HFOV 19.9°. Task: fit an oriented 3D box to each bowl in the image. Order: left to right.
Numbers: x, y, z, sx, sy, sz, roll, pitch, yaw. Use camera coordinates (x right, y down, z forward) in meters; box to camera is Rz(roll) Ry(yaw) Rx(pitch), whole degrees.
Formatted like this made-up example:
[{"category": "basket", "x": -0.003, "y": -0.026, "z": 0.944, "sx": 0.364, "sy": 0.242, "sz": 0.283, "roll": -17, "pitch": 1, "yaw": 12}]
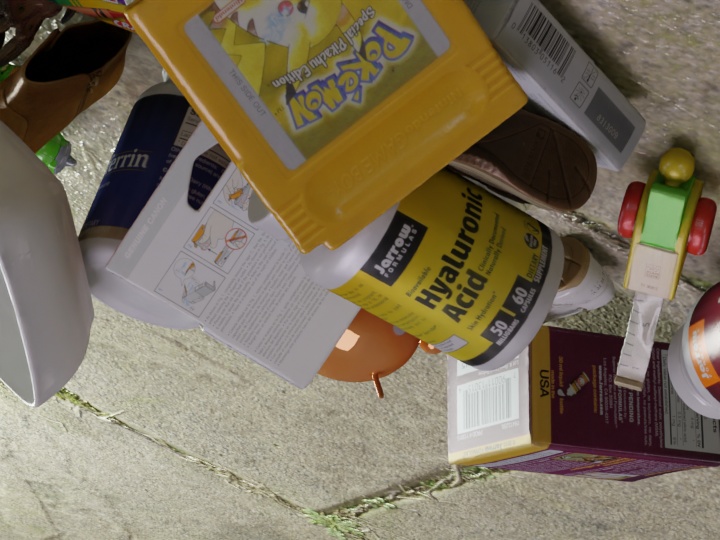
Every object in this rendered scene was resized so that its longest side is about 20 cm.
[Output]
[{"category": "bowl", "x": -0.260, "y": -0.025, "z": 1.472, "sx": 0.200, "sy": 0.074, "sz": 0.201, "roll": 41, "pitch": 149, "yaw": 43}]

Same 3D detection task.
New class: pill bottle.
[{"category": "pill bottle", "x": -0.130, "y": -0.068, "z": 1.524, "sx": 0.115, "sy": 0.201, "sz": 0.116, "roll": 16, "pitch": 156, "yaw": 8}, {"category": "pill bottle", "x": 0.028, "y": -0.022, "z": 1.375, "sx": 0.199, "sy": 0.112, "sz": 0.111, "roll": 28, "pitch": 156, "yaw": -19}, {"category": "pill bottle", "x": 0.312, "y": 0.048, "z": 1.538, "sx": 0.112, "sy": 0.114, "sz": 0.200, "roll": 24, "pitch": 156, "yaw": -11}]

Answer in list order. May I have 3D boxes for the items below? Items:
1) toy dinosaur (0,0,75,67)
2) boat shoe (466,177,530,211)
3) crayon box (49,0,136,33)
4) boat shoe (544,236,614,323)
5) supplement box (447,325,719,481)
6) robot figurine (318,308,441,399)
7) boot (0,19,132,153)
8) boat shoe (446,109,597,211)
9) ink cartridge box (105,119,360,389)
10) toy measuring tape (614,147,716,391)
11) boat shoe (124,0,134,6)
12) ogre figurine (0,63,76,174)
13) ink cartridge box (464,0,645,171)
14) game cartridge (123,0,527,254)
[{"category": "toy dinosaur", "x": -0.289, "y": -0.166, "z": 1.504, "sx": 0.085, "sy": 0.201, "sz": 0.136, "roll": 9, "pitch": -148, "yaw": -46}, {"category": "boat shoe", "x": 0.035, "y": -0.085, "z": 1.493, "sx": 0.199, "sy": 0.067, "sz": 0.074, "roll": 33, "pitch": 172, "yaw": -11}, {"category": "crayon box", "x": -0.130, "y": -0.218, "z": 1.373, "sx": 0.199, "sy": 0.059, "sz": 0.173, "roll": 20, "pitch": 157, "yaw": -1}, {"category": "boat shoe", "x": 0.121, "y": 0.024, "z": 1.691, "sx": 0.199, "sy": 0.071, "sz": 0.069, "roll": -7, "pitch": 145, "yaw": 44}, {"category": "supplement box", "x": 0.188, "y": 0.114, "z": 1.721, "sx": 0.199, "sy": 0.104, "sz": 0.131, "roll": 9, "pitch": 163, "yaw": -30}, {"category": "robot figurine", "x": 0.002, "y": 0.001, "z": 1.563, "sx": 0.116, "sy": 0.201, "sz": 0.144, "roll": -2, "pitch": 141, "yaw": 19}, {"category": "boot", "x": -0.263, "y": -0.122, "z": 1.544, "sx": 0.071, "sy": 0.201, "sz": 0.144, "roll": 53, "pitch": 163, "yaw": 1}, {"category": "boat shoe", "x": 0.062, "y": -0.099, "z": 1.361, "sx": 0.199, "sy": 0.073, "sz": 0.072, "roll": 28, "pitch": 168, "yaw": -20}, {"category": "ink cartridge box", "x": -0.057, "y": -0.043, "z": 1.430, "sx": 0.173, "sy": 0.201, "sz": 0.044, "roll": 32, "pitch": -172, "yaw": -19}, {"category": "toy measuring tape", "x": 0.218, "y": -0.007, "z": 1.500, "sx": 0.073, "sy": 0.074, "sz": 0.201, "roll": 14, "pitch": 127, "yaw": 12}, {"category": "boat shoe", "x": -0.122, "y": -0.227, "z": 1.244, "sx": 0.071, "sy": 0.062, "sz": 0.201, "roll": 13, "pitch": 130, "yaw": 5}, {"category": "ogre figurine", "x": -0.314, "y": -0.121, "z": 1.691, "sx": 0.119, "sy": 0.098, "sz": 0.200, "roll": 11, "pitch": 147, "yaw": 48}, {"category": "ink cartridge box", "x": 0.079, "y": -0.143, "z": 1.416, "sx": 0.199, "sy": 0.047, "sz": 0.160, "roll": 19, "pitch": 164, "yaw": 48}, {"category": "game cartridge", "x": -0.019, "y": -0.133, "z": 1.267, "sx": 0.200, "sy": 0.176, "sz": 0.032, "roll": 53, "pitch": 179, "yaw": -16}]
